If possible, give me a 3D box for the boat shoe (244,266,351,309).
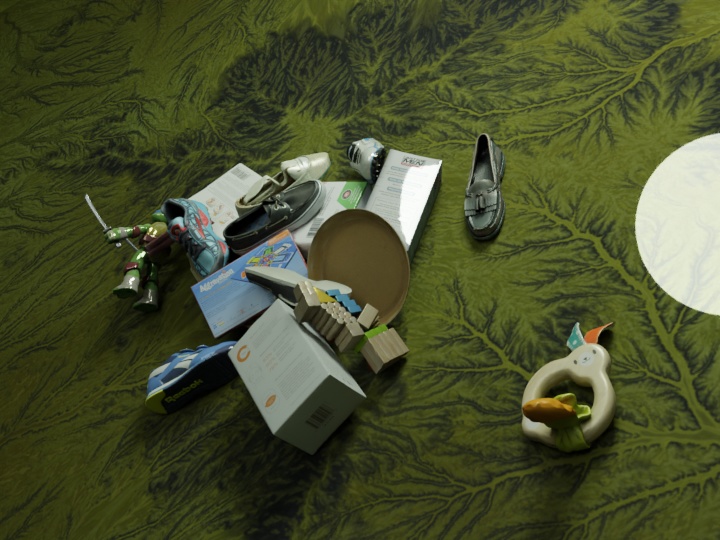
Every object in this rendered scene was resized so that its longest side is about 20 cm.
[{"bbox_3d":[-0.106,0.038,1.414,0.198,0.074,0.061,14,105,21],"label":"boat shoe"}]

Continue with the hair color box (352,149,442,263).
[{"bbox_3d":[0.066,-0.107,1.480,0.098,0.061,0.201,14,60,14],"label":"hair color box"}]

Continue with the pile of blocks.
[{"bbox_3d":[-0.022,0.088,1.338,0.062,0.199,0.082,-54,-1,43],"label":"pile of blocks"}]

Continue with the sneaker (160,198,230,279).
[{"bbox_3d":[-0.310,-0.055,1.564,0.079,0.095,0.201,-49,51,19],"label":"sneaker"}]

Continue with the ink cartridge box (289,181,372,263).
[{"bbox_3d":[-0.078,-0.080,1.548,0.198,0.084,0.146,3,55,33],"label":"ink cartridge box"}]

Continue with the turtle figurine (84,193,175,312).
[{"bbox_3d":[-0.446,-0.025,1.685,0.198,0.144,0.196,6,61,-6],"label":"turtle figurine"}]

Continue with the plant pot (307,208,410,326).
[{"bbox_3d":[0.000,0.000,1.397,0.198,0.027,0.202,4,97,34],"label":"plant pot"}]

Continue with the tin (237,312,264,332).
[{"bbox_3d":[-0.151,0.064,1.502,0.199,0.042,0.113,12,64,39],"label":"tin"}]

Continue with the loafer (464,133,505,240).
[{"bbox_3d":[0.203,-0.144,1.445,0.071,0.063,0.201,-10,48,25],"label":"loafer"}]

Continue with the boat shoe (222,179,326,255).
[{"bbox_3d":[-0.149,-0.097,1.497,0.199,0.057,0.069,-35,54,6],"label":"boat shoe"}]

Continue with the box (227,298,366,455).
[{"bbox_3d":[-0.101,0.161,1.327,0.124,0.097,0.200,-46,43,6],"label":"box"}]

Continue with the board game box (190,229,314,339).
[{"bbox_3d":[-0.185,0.024,1.479,0.199,0.019,0.104,-30,78,7],"label":"board game box"}]

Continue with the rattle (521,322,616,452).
[{"bbox_3d":[0.266,0.121,1.125,0.130,0.143,0.201,1,58,55],"label":"rattle"}]

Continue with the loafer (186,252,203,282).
[{"bbox_3d":[-0.293,-0.017,1.638,0.076,0.068,0.200,-38,41,0],"label":"loafer"}]

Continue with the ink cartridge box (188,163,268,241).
[{"bbox_3d":[-0.251,-0.119,1.698,0.176,0.045,0.200,-37,42,-17],"label":"ink cartridge box"}]

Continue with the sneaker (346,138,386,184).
[{"bbox_3d":[0.009,-0.200,1.557,0.072,0.073,0.200,11,13,-3],"label":"sneaker"}]

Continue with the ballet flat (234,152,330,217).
[{"bbox_3d":[-0.139,-0.157,1.545,0.200,0.062,0.067,-40,45,-5],"label":"ballet flat"}]

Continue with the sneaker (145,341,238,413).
[{"bbox_3d":[-0.283,0.164,1.471,0.199,0.074,0.083,-27,41,7],"label":"sneaker"}]
